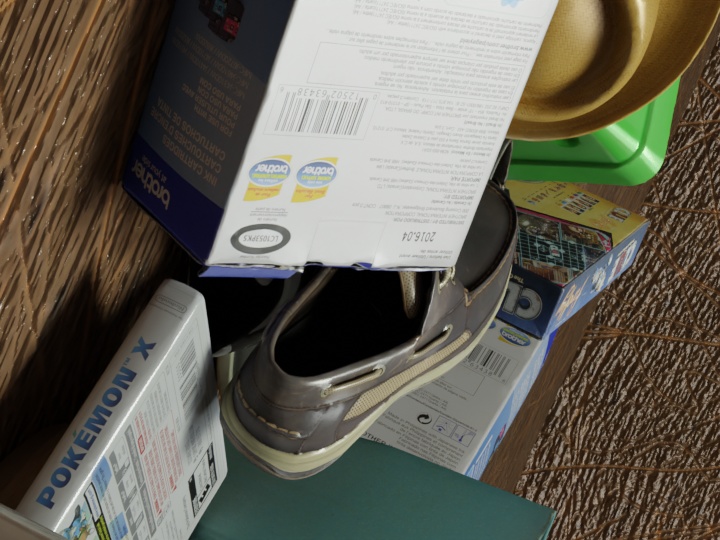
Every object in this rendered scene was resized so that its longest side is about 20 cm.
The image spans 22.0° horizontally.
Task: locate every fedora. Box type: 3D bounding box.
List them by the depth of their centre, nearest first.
[{"bbox_3d":[0.085,-0.136,0.856,0.082,0.200,0.201,-87,-168,-57],"label":"fedora"}]

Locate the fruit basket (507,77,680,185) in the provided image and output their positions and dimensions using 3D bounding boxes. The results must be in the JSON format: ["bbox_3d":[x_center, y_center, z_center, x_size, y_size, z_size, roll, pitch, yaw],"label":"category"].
[{"bbox_3d":[0.125,-0.141,1.060,0.215,0.155,0.217,-9,101,-54],"label":"fruit basket"}]

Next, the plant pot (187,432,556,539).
[{"bbox_3d":[-0.027,0.172,0.980,0.141,0.199,0.142,-49,160,-54],"label":"plant pot"}]

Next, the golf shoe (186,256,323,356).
[{"bbox_3d":[-0.030,-0.043,0.843,0.094,0.078,0.201,-44,154,-59],"label":"golf shoe"}]

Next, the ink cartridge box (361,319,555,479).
[{"bbox_3d":[0.032,0.055,1.113,0.200,0.136,0.076,-55,167,-38],"label":"ink cartridge box"}]

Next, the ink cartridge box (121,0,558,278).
[{"bbox_3d":[-0.008,-0.075,0.745,0.136,0.076,0.201,1,117,-40],"label":"ink cartridge box"}]

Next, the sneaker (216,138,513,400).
[{"bbox_3d":[0.000,0.000,0.978,0.201,0.106,0.075,-68,168,12],"label":"sneaker"}]

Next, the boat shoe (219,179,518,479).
[{"bbox_3d":[0.017,0.015,0.849,0.200,0.074,0.073,-47,169,-37],"label":"boat shoe"}]

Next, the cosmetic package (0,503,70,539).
[{"bbox_3d":[-0.142,0.174,0.584,0.201,0.165,0.165,-63,166,-10],"label":"cosmetic package"}]

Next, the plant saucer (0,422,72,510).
[{"bbox_3d":[-0.155,0.150,0.805,0.200,0.029,0.200,-60,166,-25],"label":"plant saucer"}]

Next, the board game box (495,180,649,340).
[{"bbox_3d":[0.083,-0.025,1.095,0.200,0.135,0.035,-28,142,-64],"label":"board game box"}]

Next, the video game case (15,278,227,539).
[{"bbox_3d":[-0.115,0.122,0.804,0.183,0.022,0.200,-59,168,-24],"label":"video game case"}]
